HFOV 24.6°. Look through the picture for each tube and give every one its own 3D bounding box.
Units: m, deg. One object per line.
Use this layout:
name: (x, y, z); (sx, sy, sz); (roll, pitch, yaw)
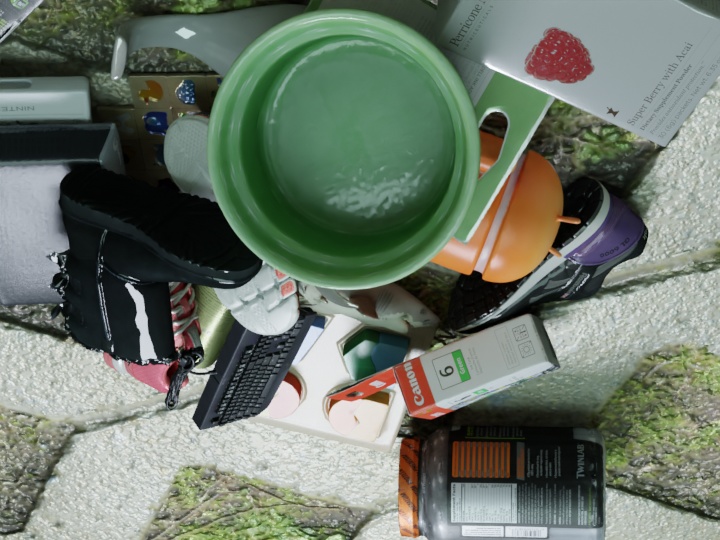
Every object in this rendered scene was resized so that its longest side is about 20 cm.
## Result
tube: (-0.119, 0.009, 1.493); (0.058, 0.052, 0.201); (5, 137, -26)

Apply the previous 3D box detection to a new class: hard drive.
hard drive: (-0.267, -0.042, 1.421); (0.133, 0.043, 0.201); (-2, 139, -8)

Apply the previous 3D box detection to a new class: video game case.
video game case: (-0.318, -0.086, 1.414); (0.180, 0.024, 0.201); (-2, 140, -7)

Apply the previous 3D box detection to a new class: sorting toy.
sorting toy: (-0.037, 0.097, 1.575); (0.183, 0.037, 0.201); (13, 132, -6)

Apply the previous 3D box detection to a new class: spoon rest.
spoon rest: (-0.102, -0.175, 1.329); (0.198, 0.061, 0.100); (5, 126, -16)

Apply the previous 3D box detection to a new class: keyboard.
keyboard: (-0.118, 0.094, 1.485); (0.126, 0.021, 0.200); (-7, 151, -23)

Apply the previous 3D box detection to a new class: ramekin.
ramekin: (-0.006, -0.094, 1.214); (0.198, 0.098, 0.202); (2, 102, 9)

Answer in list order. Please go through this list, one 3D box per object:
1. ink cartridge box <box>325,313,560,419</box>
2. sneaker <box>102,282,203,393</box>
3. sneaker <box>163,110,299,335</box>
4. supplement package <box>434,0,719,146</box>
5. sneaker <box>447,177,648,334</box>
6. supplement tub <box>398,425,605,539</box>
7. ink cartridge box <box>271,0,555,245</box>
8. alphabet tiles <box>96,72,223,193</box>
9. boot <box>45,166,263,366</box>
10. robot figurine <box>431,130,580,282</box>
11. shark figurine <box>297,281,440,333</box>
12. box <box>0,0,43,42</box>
ink cartridge box: (0.077, 0.100, 1.494); (0.198, 0.051, 0.109); (-23, 169, 9)
sneaker: (-0.169, 0.032, 1.477); (0.086, 0.074, 0.201); (34, 136, 17)
sneaker: (-0.093, -0.046, 1.384); (0.076, 0.082, 0.202); (-14, 105, 23)
supplement package: (0.169, -0.204, 1.222); (0.198, 0.120, 0.122); (22, 131, -13)
sneaker: (0.166, 0.009, 1.452); (0.087, 0.076, 0.200); (32, 128, -29)
supplement tub: (0.138, 0.212, 1.604); (0.198, 0.123, 0.123); (1, 132, 7)
ink cartridge box: (0.034, -0.134, 1.274); (0.199, 0.048, 0.146); (31, 103, 0)
alphabet tiles: (-0.124, -0.102, 1.425); (0.198, 0.006, 0.167); (0, 133, 6)
boot: (-0.170, 0.013, 1.361); (0.197, 0.073, 0.164); (21, 132, 17)
robot figurine: (0.080, -0.060, 1.356); (0.198, 0.117, 0.145); (21, 115, 3)
shark figurine: (-0.019, -0.006, 1.430); (0.127, 0.090, 0.214); (11, 172, 25)
box: (-0.370, -0.237, 1.302); (0.199, 0.048, 0.193); (37, 128, -26)
